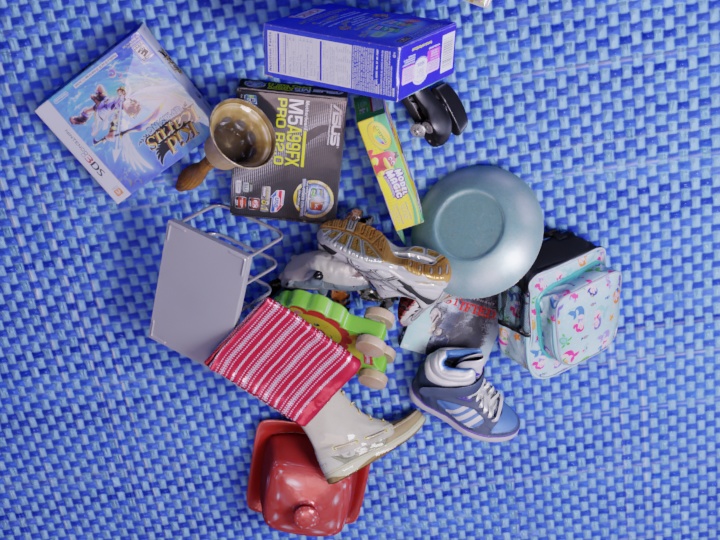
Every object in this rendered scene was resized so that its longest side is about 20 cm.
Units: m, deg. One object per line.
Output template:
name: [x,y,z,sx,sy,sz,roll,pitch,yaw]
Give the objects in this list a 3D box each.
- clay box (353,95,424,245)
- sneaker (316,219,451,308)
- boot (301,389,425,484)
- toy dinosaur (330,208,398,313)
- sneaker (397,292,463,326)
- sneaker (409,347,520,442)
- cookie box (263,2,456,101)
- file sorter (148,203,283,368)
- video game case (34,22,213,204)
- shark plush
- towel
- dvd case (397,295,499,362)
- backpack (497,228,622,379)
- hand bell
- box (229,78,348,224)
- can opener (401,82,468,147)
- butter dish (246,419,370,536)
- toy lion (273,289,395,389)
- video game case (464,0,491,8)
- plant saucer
clay box: [0.045,-0.147,1.613,0.047,0.115,0.201,-19,116,7]
sneaker: [0.025,-0.002,1.599,0.199,0.076,0.088,23,133,1]
boot: [-0.004,0.233,1.822,0.200,0.072,0.155,-28,82,-25]
toy dinosaur: [0.000,0.000,1.717,0.135,0.102,0.200,18,146,7]
sneaker: [0.136,0.022,1.696,0.200,0.078,0.082,-39,111,17]
sneaker: [0.185,0.190,1.778,0.199,0.081,0.147,24,141,-5]
cookie box: [0.000,-0.289,1.473,0.199,0.171,0.076,16,118,25]
file sorter: [-0.211,0.023,1.680,0.138,0.124,0.201,25,118,19]
video game case: [-0.331,-0.222,1.619,0.200,0.045,0.181,-33,113,16]
shark plush: [-0.076,0.023,1.687,0.200,0.091,0.083,-28,126,34]
towel: [-0.110,0.138,1.658,0.200,0.023,0.145,37,104,-31]
dvd case: [0.159,0.054,1.766,0.145,0.022,0.201,17,114,-8]
backpack: [0.296,0.062,1.688,0.177,0.150,0.201,-22,130,-29]
hand bell: [-0.216,-0.156,1.607,0.104,0.104,0.200,40,143,-18]
box: [-0.105,-0.171,1.642,0.159,0.044,0.201,7,117,-1]
can opener: [0.073,-0.262,1.594,0.063,0.079,0.200,-17,117,49]
butter dish: [-0.087,0.366,1.856,0.199,0.148,0.200,8,117,-4]
toy lion: [-0.046,0.098,1.730,0.191,0.069,0.200,14,152,10]
video game case: [0.123,-0.473,1.500,0.181,0.022,0.201,18,115,-8]
plant saucer: [0.162,-0.061,1.626,0.200,0.039,0.202,-6,74,20]
